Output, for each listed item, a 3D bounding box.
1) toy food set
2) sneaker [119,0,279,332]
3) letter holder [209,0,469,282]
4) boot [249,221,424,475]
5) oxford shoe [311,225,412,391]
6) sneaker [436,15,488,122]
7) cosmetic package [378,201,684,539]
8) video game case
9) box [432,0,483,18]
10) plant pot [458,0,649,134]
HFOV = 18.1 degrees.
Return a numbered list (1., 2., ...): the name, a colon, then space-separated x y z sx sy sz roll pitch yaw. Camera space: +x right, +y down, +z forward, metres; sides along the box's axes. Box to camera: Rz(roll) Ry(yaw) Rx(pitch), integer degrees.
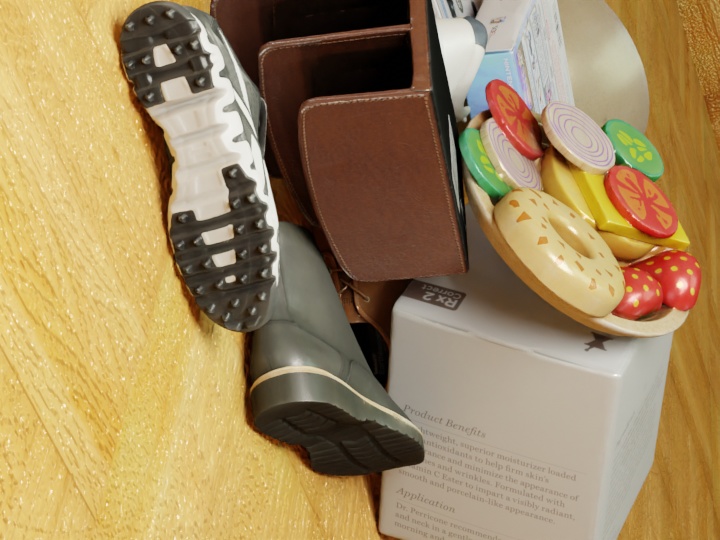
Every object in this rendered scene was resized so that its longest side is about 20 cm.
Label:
1. toy food set: 0.144 -0.040 1.480 0.199 0.049 0.199 11 44 -40
2. sneaker: -0.081 -0.066 1.330 0.090 0.066 0.201 -41 116 -69
3. letter holder: -0.015 -0.084 1.400 0.200 0.141 0.101 74 11 -57
4. boot: -0.016 0.050 1.472 0.200 0.077 0.139 47 30 -63
5. oxford shoe: 0.000 0.000 1.564 0.071 0.071 0.201 -51 129 -63
6. sneaker: 0.040 -0.108 1.578 0.200 0.070 0.074 120 -41 -61
7. cosmetic package: 0.119 0.085 1.586 0.165 0.164 0.201 -52 153 -51
8. video game case: 0.125 -0.109 1.690 0.182 0.045 0.201 -68 149 -59
9. box: 0.033 -0.168 1.687 0.061 0.116 0.200 69 15 4
10. plant pot: 0.131 -0.146 1.949 0.134 0.200 0.201 -36 119 -33
